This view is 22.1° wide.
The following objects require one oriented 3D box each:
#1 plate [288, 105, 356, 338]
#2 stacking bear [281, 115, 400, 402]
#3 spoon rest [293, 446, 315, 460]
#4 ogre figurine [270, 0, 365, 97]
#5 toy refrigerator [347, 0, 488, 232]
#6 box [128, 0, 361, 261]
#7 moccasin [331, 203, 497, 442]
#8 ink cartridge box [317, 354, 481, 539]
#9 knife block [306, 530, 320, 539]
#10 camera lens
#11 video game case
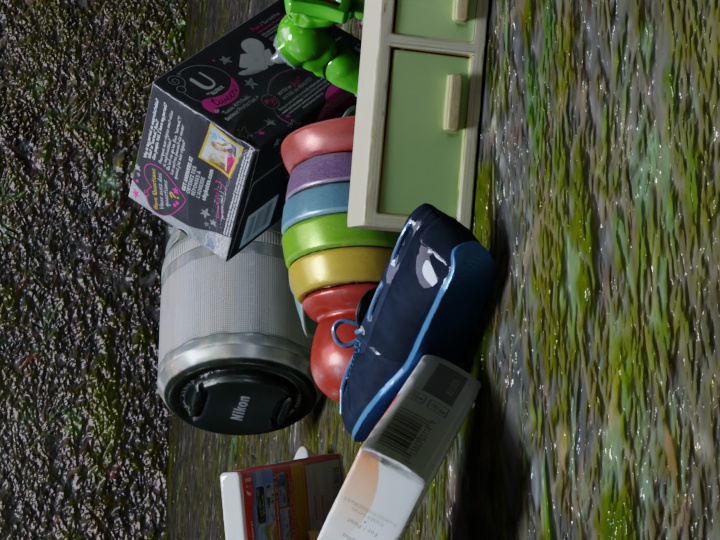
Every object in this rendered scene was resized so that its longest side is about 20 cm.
[{"bbox_3d":[-0.031,-0.043,1.559,0.200,0.025,0.201,12,-90,-80],"label":"plate"},{"bbox_3d":[0.000,0.000,1.343,0.121,0.113,0.201,123,145,-69],"label":"stacking bear"},{"bbox_3d":[-0.065,0.258,1.694,0.099,0.060,0.201,-113,29,-68],"label":"spoon rest"},{"bbox_3d":[0.001,-0.214,1.377,0.200,0.119,0.099,110,162,-53],"label":"ogre figurine"},{"bbox_3d":[0.040,-0.126,1.247,0.070,0.075,0.201,178,97,-80],"label":"toy refrigerator"},{"bbox_3d":[-0.090,-0.124,1.572,0.200,0.114,0.133,-40,-22,-45],"label":"box"},{"bbox_3d":[0.033,0.033,1.206,0.068,0.080,0.200,54,137,25],"label":"moccasin"},{"bbox_3d":[0.000,0.165,1.132,0.201,0.050,0.162,-62,-5,23],"label":"ink cartridge box"},{"bbox_3d":[0.004,0.256,1.302,0.176,0.064,0.201,114,159,-59],"label":"knife block"},{"bbox_3d":[-0.115,0.047,1.787,0.160,0.159,0.201,110,162,-55],"label":"camera lens"},{"bbox_3d":[-0.051,0.218,1.413,0.200,0.017,0.144,4,-100,-69],"label":"video game case"}]
